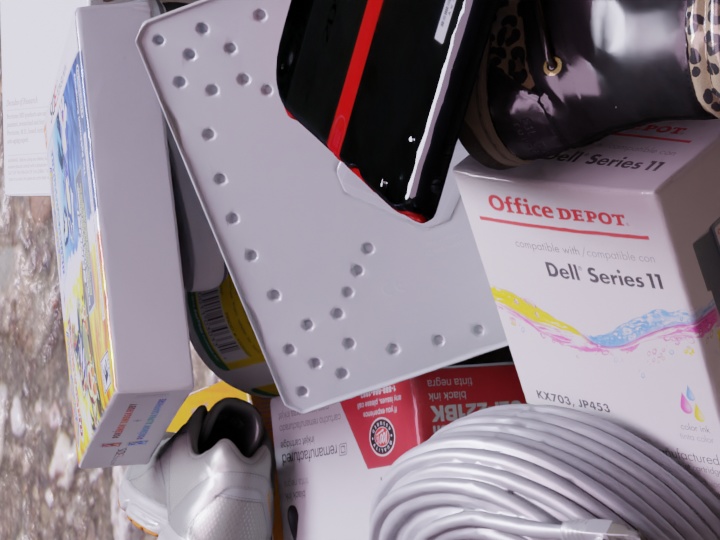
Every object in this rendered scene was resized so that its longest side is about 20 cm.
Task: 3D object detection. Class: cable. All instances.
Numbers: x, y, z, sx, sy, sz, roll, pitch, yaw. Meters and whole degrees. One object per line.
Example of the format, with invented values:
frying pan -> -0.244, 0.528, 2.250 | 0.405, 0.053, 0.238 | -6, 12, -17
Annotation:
cable -> 0.094, 0.146, 1.220 | 0.200, 0.069, 0.200 | 19, 141, 36

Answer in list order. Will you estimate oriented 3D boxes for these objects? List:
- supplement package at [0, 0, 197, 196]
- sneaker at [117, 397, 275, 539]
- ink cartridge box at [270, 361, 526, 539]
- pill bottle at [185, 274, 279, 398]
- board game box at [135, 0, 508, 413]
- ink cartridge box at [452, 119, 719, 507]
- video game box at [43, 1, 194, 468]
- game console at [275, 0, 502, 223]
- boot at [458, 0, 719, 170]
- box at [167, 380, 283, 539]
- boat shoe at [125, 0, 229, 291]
supplement package -> -0.135, -0.144, 1.599 | 0.117, 0.117, 0.201 | 1, 93, 58
sneaker -> -0.078, 0.107, 1.477 | 0.200, 0.075, 0.092 | -141, 65, -71
ink cartridge box -> 0.031, 0.154, 1.383 | 0.144, 0.084, 0.201 | -16, 79, 57
pill bottle -> 0.000, 0.000, 1.398 | 0.200, 0.112, 0.113 | -16, 78, 57
board game box -> 0.024, -0.056, 1.262 | 0.026, 0.199, 0.201 | -70, -41, -72
ink cartridge box -> 0.114, -0.004, 1.169 | 0.117, 0.067, 0.201 | 8, 126, 44
video game box -> -0.127, -0.014, 1.412 | 0.182, 0.047, 0.201 | 120, 144, -72
game console -> 0.024, -0.137, 1.137 | 0.177, 0.031, 0.201 | 43, 120, 60
boot -> 0.117, -0.140, 1.097 | 0.150, 0.073, 0.201 | -2, 69, 42
box -> -0.064, 0.165, 1.576 | 0.119, 0.041, 0.201 | -24, 74, 55
boat shoe -> -0.083, -0.072, 1.424 | 0.069, 0.056, 0.200 | 99, 161, -46
